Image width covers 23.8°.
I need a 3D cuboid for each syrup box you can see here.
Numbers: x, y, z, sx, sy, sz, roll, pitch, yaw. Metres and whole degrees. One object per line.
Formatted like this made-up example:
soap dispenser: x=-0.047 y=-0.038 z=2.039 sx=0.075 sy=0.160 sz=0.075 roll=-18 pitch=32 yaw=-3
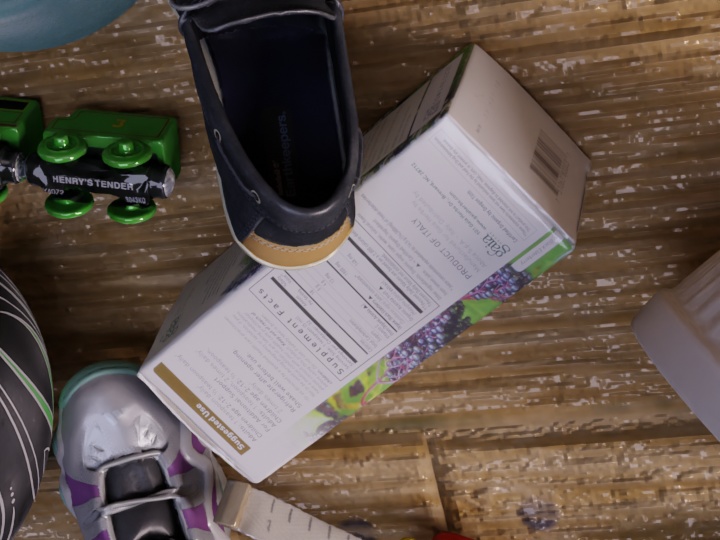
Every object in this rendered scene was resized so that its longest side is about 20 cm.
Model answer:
syrup box: x=0.000 y=0.000 z=0.756 sx=0.081 sy=0.079 sz=0.200 roll=44 pitch=119 yaw=-12

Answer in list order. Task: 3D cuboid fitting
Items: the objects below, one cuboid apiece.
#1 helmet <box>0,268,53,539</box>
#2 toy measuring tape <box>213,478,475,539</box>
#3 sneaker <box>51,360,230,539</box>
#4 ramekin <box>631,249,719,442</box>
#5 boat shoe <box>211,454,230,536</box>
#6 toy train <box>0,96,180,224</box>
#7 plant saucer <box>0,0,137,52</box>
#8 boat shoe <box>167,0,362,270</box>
helmet: x=-0.236 y=0.069 z=0.789 sx=0.200 sy=0.201 sz=0.190 roll=-35 pitch=133 yaw=27
toy measuring tape: x=0.012 y=0.150 z=0.831 sx=0.199 sy=0.074 sz=0.074 roll=26 pitch=122 yaw=-17
sneaker: x=-0.084 y=0.146 z=0.780 sx=0.077 sy=0.140 sz=0.201 roll=-20 pitch=106 yaw=-7
ramekin: x=0.213 y=0.054 z=0.669 sx=0.200 sy=0.200 sz=0.105 roll=42 pitch=101 yaw=-11
boat shoe: x=-0.119 y=0.175 z=0.889 sx=0.070 sy=0.064 sz=0.201 roll=20 pitch=120 yaw=2
toy train: x=-0.177 y=-0.057 z=0.781 sx=0.199 sy=0.057 sz=0.042 roll=6 pitch=124 yaw=10
plant saucer: x=-0.171 y=-0.181 z=0.723 sx=0.199 sy=0.036 sz=0.201 roll=6 pitch=120 yaw=11
boat shoe: x=-0.040 y=-0.101 z=0.675 sx=0.074 sy=0.062 sz=0.201 roll=-10 pitch=80 yaw=-13
